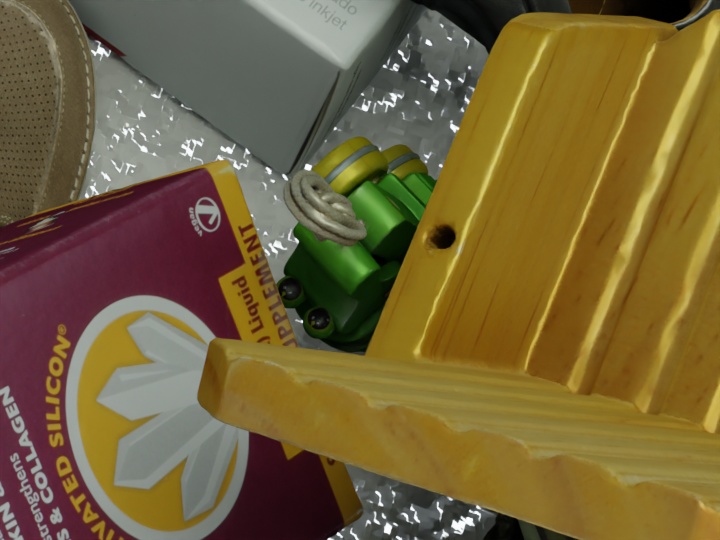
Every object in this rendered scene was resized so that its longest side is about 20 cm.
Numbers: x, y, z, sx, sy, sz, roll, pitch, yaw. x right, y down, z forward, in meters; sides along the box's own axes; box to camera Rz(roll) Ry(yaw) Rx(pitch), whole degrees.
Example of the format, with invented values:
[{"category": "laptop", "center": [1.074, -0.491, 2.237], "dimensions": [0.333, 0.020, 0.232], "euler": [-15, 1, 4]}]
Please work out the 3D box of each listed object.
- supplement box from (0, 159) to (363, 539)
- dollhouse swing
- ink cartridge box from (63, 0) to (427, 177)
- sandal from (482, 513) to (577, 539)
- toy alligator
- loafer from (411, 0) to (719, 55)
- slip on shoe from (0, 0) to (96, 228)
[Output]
[{"category": "supplement box", "center": [-0.103, 0.059, 0.777], "dimensions": [0.200, 0.086, 0.111], "euler": [-30, 102, -48]}, {"category": "dollhouse swing", "center": [0.089, -0.007, 0.720], "dimensions": [0.200, 0.176, 0.182], "euler": [16, 79, 34]}, {"category": "ink cartridge box", "center": [-0.018, -0.155, 0.951], "dimensions": [0.146, 0.083, 0.200], "euler": [35, 63, 2]}, {"category": "sandal", "center": [0.061, 0.109, 0.866], "dimensions": [0.080, 0.057, 0.201], "euler": [12, 61, -57]}, {"category": "toy alligator", "center": [0.000, 0.000, 0.857], "dimensions": [0.059, 0.200, 0.054], "euler": [46, 102, 12]}, {"category": "loafer", "center": [0.075, -0.080, 0.898], "dimensions": [0.200, 0.072, 0.073], "euler": [30, 76, -47]}, {"category": "slip on shoe", "center": [-0.130, -0.012, 0.871], "dimensions": [0.076, 0.061, 0.200], "euler": [27, 63, -2]}]
